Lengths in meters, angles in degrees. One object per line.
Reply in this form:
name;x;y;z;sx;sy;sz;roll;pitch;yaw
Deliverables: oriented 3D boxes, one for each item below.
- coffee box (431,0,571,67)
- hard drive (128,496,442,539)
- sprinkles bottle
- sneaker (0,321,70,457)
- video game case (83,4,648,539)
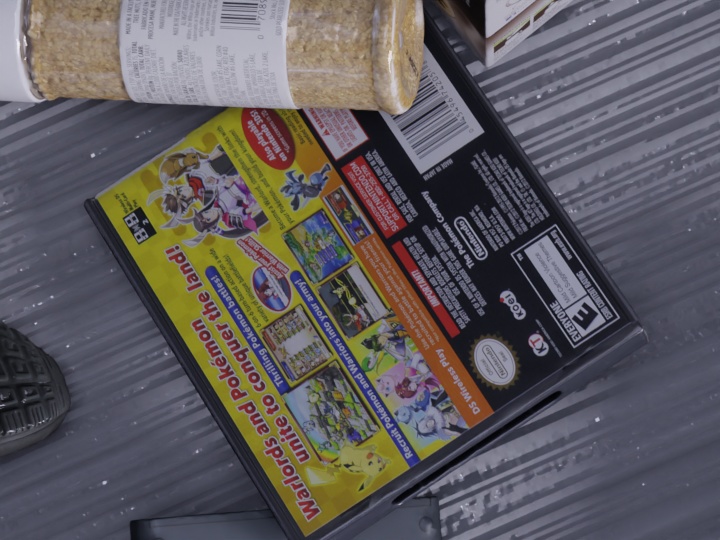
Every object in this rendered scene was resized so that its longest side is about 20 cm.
coffee box;0.049;-0.167;1.255;0.080;0.200;0.113;-39;86;-1
hard drive;-0.026;0.206;1.300;0.139;0.033;0.201;-3;85;-13
sprinkles bottle;-0.074;-0.106;1.307;0.199;0.068;0.069;3;86;13
sneaker;-0.230;0.074;1.317;0.199;0.091;0.076;-8;56;-18
video game case;0.000;0.000;1.307;0.180;0.026;0.200;-33;69;-1
